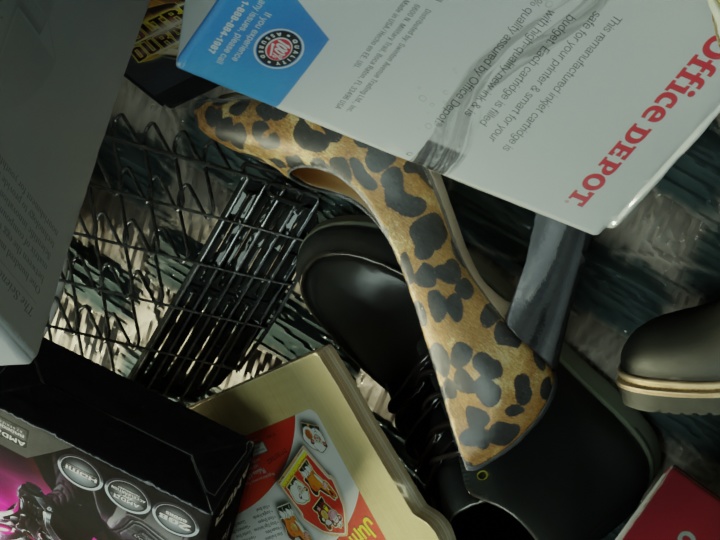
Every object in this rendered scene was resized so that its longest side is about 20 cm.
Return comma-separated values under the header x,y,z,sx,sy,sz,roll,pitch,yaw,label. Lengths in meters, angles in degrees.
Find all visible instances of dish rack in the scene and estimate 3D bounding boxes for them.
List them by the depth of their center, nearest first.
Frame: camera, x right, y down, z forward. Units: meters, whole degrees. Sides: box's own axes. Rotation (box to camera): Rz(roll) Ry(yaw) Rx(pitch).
x,y,z,sx,sy,sz,roll,pitch,yaw,label
-0.125,-0.015,1.290,0.200,0.055,0.153,15,122,-29,dish rack

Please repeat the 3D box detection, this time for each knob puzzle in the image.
x,y,z,sx,sy,sz,roll,pitch,yaw,label
-0.006,0.138,1.293,0.220,0.030,0.220,30,134,35,knob puzzle

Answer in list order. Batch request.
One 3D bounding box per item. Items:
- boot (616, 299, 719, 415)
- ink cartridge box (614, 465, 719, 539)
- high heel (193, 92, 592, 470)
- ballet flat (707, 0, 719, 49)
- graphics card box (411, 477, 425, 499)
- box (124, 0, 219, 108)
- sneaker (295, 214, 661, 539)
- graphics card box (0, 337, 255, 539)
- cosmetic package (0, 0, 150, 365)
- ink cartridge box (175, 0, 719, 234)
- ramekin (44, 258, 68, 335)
x,y,z,sx,sy,sz,roll,pitch,yaw,label
0.184,-0.024,1.138,0.200,0.077,0.138,-16,106,25,boot
0.187,0.193,1.230,0.200,0.083,0.146,36,161,8,ink cartridge box
0.000,0.000,1.222,0.200,0.071,0.143,16,86,17,high heel
0.144,-0.130,1.000,0.070,0.065,0.200,-14,89,39,ballet flat
-0.023,0.188,1.411,0.200,0.051,0.126,-19,107,38,graphics card box
-0.083,-0.169,1.167,0.200,0.050,0.198,-20,135,40,box
0.039,0.059,1.255,0.200,0.106,0.075,36,133,6,sneaker
-0.126,0.123,1.319,0.125,0.051,0.200,27,143,7,graphics card box
-0.199,-0.094,1.092,0.123,0.200,0.199,-6,141,25,cosmetic package
0.048,-0.116,1.092,0.200,0.084,0.145,21,136,-19,ink cartridge box
-0.248,-0.022,1.339,0.202,0.094,0.202,-9,128,-11,ramekin
